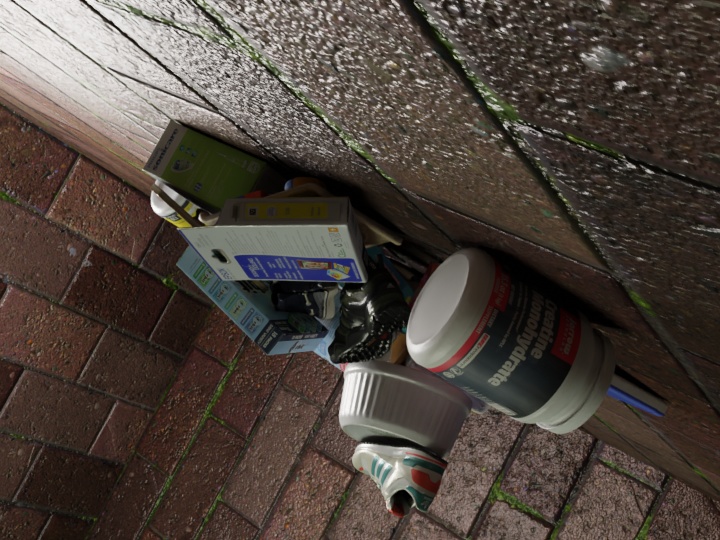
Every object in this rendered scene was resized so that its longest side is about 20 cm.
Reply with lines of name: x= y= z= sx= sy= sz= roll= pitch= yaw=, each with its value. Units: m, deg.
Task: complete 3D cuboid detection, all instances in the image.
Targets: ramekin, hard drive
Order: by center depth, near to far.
hard drive: x=0.336 y=0.151 z=1.458 sx=0.199 sy=0.026 sz=0.132 roll=28 pitch=177 yaw=-33
ramekin: x=0.059 y=0.214 z=1.492 sx=0.201 sy=0.095 sz=0.203 roll=17 pitch=161 yaw=6

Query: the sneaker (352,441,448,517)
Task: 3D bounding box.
sneaker: x=0.044 y=0.309 z=1.478 sx=0.070 sy=0.094 sz=0.199 roll=31 pitch=157 yaw=-30

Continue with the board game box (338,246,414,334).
board game box: x=0.000 y=0.000 z=1.455 sx=0.200 sy=0.047 sz=0.151 roll=51 pitch=166 yaw=-26

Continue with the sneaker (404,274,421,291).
sneaker: x=0.086 y=0.055 z=1.605 sx=0.199 sy=0.087 sz=0.078 roll=38 pitch=168 yaw=-2

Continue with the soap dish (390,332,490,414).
soap dish: x=0.153 y=0.115 z=1.521 sx=0.199 sy=0.158 sz=0.081 roll=32 pitch=-169 yaw=-35

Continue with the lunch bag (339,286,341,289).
lunch bag: x=-0.023 y=0.029 z=1.747 sx=0.169 sy=0.127 sz=0.201 roll=26 pitch=148 yaw=31

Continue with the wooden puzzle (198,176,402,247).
wooden puzzle: x=-0.073 y=-0.064 z=1.269 sx=0.199 sy=0.047 sz=0.185 roll=-9 pitch=157 yaw=33

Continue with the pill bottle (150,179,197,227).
pill bottle: x=-0.280 y=-0.112 z=1.860 sx=0.200 sy=0.113 sz=0.112 roll=33 pitch=173 yaw=-42

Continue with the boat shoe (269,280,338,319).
boat shoe: x=-0.088 y=0.034 z=1.479 sx=0.092 sy=0.075 sz=0.200 roll=-14 pitch=163 yaw=-9

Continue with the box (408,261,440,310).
box: x=0.163 y=0.079 z=1.367 sx=0.200 sy=0.095 sz=0.102 roll=33 pitch=174 yaw=-42

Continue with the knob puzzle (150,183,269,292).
knob puzzle: x=-0.222 y=-0.067 z=1.423 sx=0.219 sy=0.030 sz=0.220 roll=42 pitch=176 yaw=4

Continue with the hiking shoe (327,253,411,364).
hiking shoe: x=0.006 y=0.058 z=1.367 sx=0.075 sy=0.101 sz=0.200 roll=-1 pitch=153 yaw=-28

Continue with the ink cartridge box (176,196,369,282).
ink cartridge box: x=-0.098 y=-0.034 z=1.223 sx=0.198 sy=0.047 sz=0.198 roll=3 pitch=162 yaw=8

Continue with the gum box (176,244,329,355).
gum box: x=-0.159 y=0.043 z=1.510 sx=0.200 sy=0.045 sz=0.170 roll=42 pitch=-168 yaw=17

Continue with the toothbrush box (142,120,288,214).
toothbrush box: x=-0.181 y=-0.116 z=1.406 sx=0.199 sy=0.087 sz=0.145 roll=28 pitch=175 yaw=33

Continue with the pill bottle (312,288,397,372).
pill bottle: x=-0.046 y=0.085 z=1.625 sx=0.199 sy=0.109 sz=0.109 roll=31 pitch=177 yaw=29

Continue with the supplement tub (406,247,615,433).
supplement tub: x=0.163 y=0.079 z=1.097 sx=0.199 sy=0.141 sz=0.140 roll=30 pitch=175 yaw=-17
